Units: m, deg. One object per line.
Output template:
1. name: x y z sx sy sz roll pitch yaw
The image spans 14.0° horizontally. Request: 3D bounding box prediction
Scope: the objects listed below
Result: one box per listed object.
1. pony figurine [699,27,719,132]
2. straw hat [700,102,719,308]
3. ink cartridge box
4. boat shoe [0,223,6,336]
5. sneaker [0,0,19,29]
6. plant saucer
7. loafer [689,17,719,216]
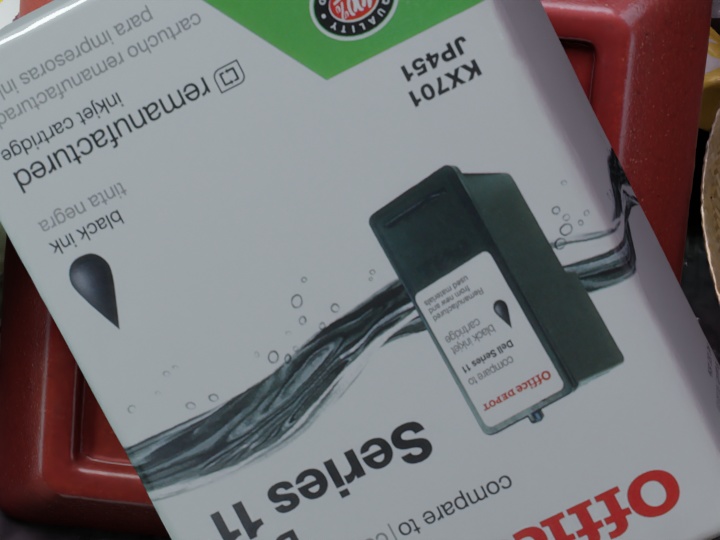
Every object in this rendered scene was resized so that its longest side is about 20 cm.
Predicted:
1. pony figurine: 0.037 -0.140 0.923 0.193 0.167 0.200 10 39 -18
2. straw hat: 0.176 0.016 0.872 0.201 0.085 0.201 5 65 -12
3. ink cartridge box: 0.000 0.000 0.778 0.146 0.083 0.200 -26 99 12
4. boat shoe: -0.177 -0.016 0.917 0.200 0.062 0.072 8 55 6
5. sneaker: -0.115 -0.064 0.940 0.090 0.075 0.200 -24 41 -6
6. plant saucer: -0.007 -0.006 0.840 0.199 0.200 0.037 6 15 4
7. loafer: 0.175 -0.067 0.942 0.199 0.073 0.071 -2 54 -2
